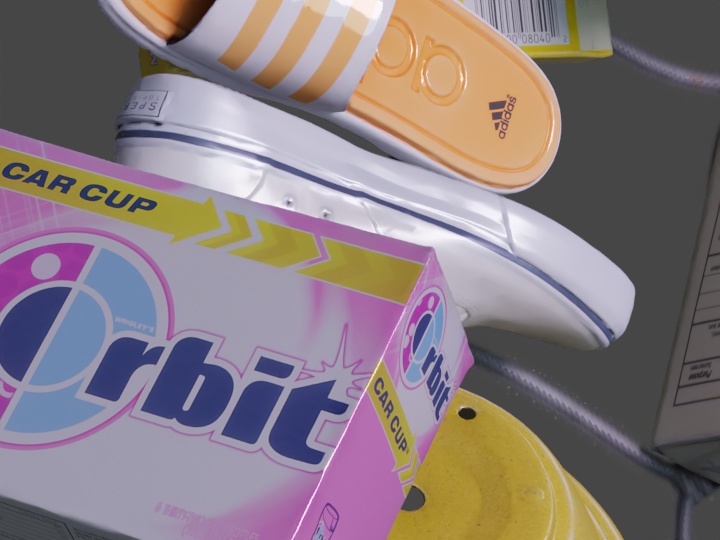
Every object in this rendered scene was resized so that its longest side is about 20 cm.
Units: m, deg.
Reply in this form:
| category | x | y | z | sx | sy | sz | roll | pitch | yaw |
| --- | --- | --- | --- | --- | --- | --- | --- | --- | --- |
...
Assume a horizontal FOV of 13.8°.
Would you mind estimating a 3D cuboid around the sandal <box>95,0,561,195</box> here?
| category | x | y | z | sx | sy | sz | roll | pitch | yaw |
| --- | --- | --- | --- | --- | --- | --- | --- | --- | --- |
| sandal | 0.004 | -0.088 | 1.008 | 0.206 | 0.059 | 0.080 | 24 | 72 | -32 |

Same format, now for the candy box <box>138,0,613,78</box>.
| category | x | y | z | sx | sy | sz | roll | pitch | yaw |
| --- | --- | --- | --- | --- | --- | --- | --- | --- | --- |
| candy box | 0.004 | -0.122 | 1.065 | 0.199 | 0.026 | 0.103 | -5 | 84 | -36 |

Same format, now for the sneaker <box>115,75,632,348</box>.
| category | x | y | z | sx | sy | sz | roll | pitch | yaw |
| --- | --- | --- | --- | --- | --- | --- | --- | --- | --- |
| sneaker | 0.000 | 0.000 | 1.013 | 0.199 | 0.073 | 0.071 | 20 | 79 | -22 |

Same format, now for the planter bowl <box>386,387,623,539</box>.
| category | x | y | z | sx | sy | sz | roll | pitch | yaw |
| --- | --- | --- | --- | --- | --- | --- | --- | --- | --- |
| planter bowl | 0.010 | 0.094 | 0.927 | 0.199 | 0.084 | 0.201 | 6 | 45 | -6 |

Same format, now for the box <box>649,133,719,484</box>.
| category | x | y | z | sx | sy | sz | roll | pitch | yaw |
| --- | --- | --- | --- | --- | --- | --- | --- | --- | --- |
| box | 0.208 | -0.009 | 1.128 | 0.109 | 0.128 | 0.201 | 27 | 68 | -30 |

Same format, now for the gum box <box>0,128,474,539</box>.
| category | x | y | z | sx | sy | sz | roll | pitch | yaw |
| --- | --- | --- | --- | --- | --- | --- | --- | --- | --- |
| gum box | -0.082 | 0.032 | 0.883 | 0.114 | 0.199 | 0.066 | -63 | 155 | -26 |
